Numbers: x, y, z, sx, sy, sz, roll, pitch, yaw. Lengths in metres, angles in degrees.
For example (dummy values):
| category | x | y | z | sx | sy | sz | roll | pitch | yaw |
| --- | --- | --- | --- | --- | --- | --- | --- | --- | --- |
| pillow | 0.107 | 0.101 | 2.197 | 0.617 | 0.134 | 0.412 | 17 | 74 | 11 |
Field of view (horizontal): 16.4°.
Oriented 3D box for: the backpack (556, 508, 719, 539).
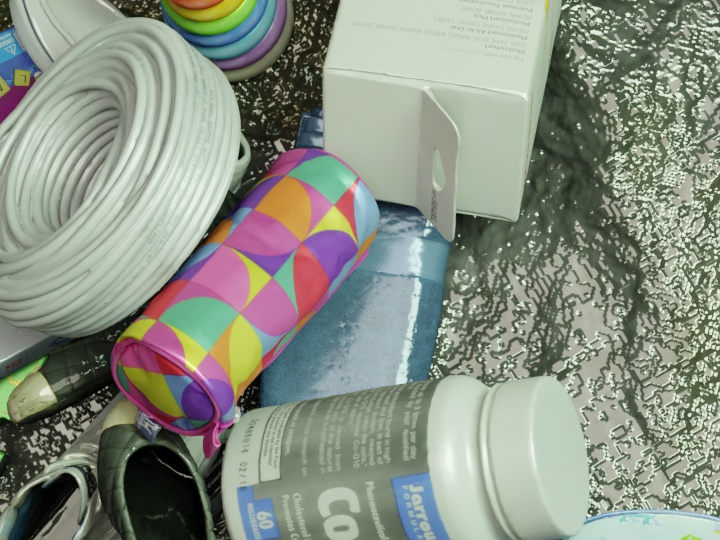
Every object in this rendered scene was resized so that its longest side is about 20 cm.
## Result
| category | x | y | z | sx | sy | sz | roll | pitch | yaw |
| --- | --- | --- | --- | --- | --- | --- | --- | --- | --- |
| backpack | 0.173 | 0.242 | 1.479 | 0.182 | 0.147 | 0.201 | 6 | 76 | 4 |

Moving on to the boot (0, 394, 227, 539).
| category | x | y | z | sx | sy | sz | roll | pitch | yaw |
| --- | --- | --- | --- | --- | --- | --- | --- | --- | --- |
| boot | -0.153 | 0.128 | 1.516 | 0.073 | 0.096 | 0.200 | 33 | 85 | 14 |

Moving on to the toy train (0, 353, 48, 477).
| category | x | y | z | sx | sy | sz | roll | pitch | yaw |
| --- | --- | --- | --- | --- | --- | --- | --- | --- | --- |
| toy train | -0.259 | 0.129 | 1.604 | 0.056 | 0.042 | 0.200 | 26 | 84 | 0 |

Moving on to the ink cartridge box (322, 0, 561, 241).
| category | x | y | z | sx | sy | sz | roll | pitch | yaw |
| --- | --- | --- | --- | --- | --- | --- | --- | --- | --- |
| ink cartridge box | 0.051 | -0.133 | 1.531 | 0.125 | 0.129 | 0.200 | 9 | 55 | 7 |

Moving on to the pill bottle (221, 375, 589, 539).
| category | x | y | z | sx | sy | sz | roll | pitch | yaw |
| --- | --- | --- | --- | --- | --- | --- | --- | --- | --- |
| pill bottle | 0.028 | 0.124 | 1.494 | 0.199 | 0.114 | 0.114 | -11 | 78 | 24 |

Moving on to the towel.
| category | x | y | z | sx | sy | sz | roll | pitch | yaw |
| --- | --- | --- | --- | --- | --- | --- | --- | --- | --- |
| towel | 0.000 | 0.000 | 1.592 | 0.111 | 0.049 | 0.201 | 9 | 80 | 7 |

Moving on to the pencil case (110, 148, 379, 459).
| category | x | y | z | sx | sy | sz | roll | pitch | yaw |
| --- | --- | --- | --- | --- | --- | --- | --- | --- | --- |
| pencil case | -0.066 | 0.015 | 1.479 | 0.088 | 0.088 | 0.200 | 30 | 55 | 11 |

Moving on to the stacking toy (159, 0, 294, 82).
| category | x | y | z | sx | sy | sz | roll | pitch | yaw |
| --- | --- | --- | --- | --- | --- | --- | --- | --- | --- |
| stacking toy | -0.096 | -0.181 | 1.556 | 0.085 | 0.200 | 0.086 | -1 | 79 | 6 |

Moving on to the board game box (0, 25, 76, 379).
| category | x | y | z | sx | sy | sz | roll | pitch | yaw |
| --- | --- | --- | --- | --- | --- | --- | --- | --- | --- |
| board game box | -0.249 | -0.033 | 1.598 | 0.200 | 0.041 | 0.200 | -30 | 78 | -19 |

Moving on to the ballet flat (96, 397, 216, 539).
| category | x | y | z | sx | sy | sz | roll | pitch | yaw |
| --- | --- | --- | --- | --- | --- | --- | --- | --- | --- |
| ballet flat | -0.107 | 0.148 | 1.435 | 0.066 | 0.057 | 0.200 | 1 | 47 | -23 |

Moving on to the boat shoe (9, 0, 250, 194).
| category | x | y | z | sx | sy | sz | roll | pitch | yaw |
| --- | --- | --- | --- | --- | --- | --- | --- | --- | --- |
| boat shoe | -0.142 | -0.129 | 1.609 | 0.200 | 0.065 | 0.074 | 44 | 52 | 3 |

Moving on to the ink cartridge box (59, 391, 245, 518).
| category | x | y | z | sx | sy | sz | roll | pitch | yaw |
| --- | --- | --- | --- | --- | --- | --- | --- | --- | --- |
| ink cartridge box | -0.154 | 0.152 | 1.584 | 0.094 | 0.044 | 0.200 | 42 | 87 | 13 |

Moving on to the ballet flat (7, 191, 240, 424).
| category | x | y | z | sx | sy | sz | roll | pitch | yaw |
| --- | --- | --- | --- | --- | --- | --- | --- | --- | --- |
| ballet flat | -0.143 | 0.025 | 1.547 | 0.200 | 0.066 | 0.057 | -41 | 97 | -21 |

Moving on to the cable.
| category | x | y | z | sx | sy | sz | roll | pitch | yaw |
| --- | --- | --- | --- | --- | --- | --- | --- | --- | --- |
| cable | -0.156 | -0.053 | 1.496 | 0.200 | 0.069 | 0.200 | -55 | 36 | 3 |
